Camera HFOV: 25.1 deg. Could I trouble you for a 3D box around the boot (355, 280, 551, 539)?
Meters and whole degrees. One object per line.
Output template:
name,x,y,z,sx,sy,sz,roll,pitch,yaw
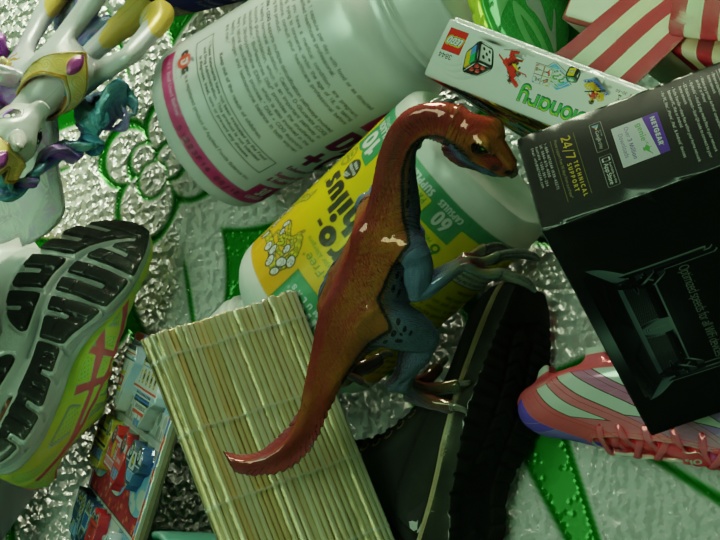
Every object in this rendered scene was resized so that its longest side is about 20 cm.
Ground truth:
boot,0.024,0.093,0.939,0.138,0.077,0.201,15,86,41

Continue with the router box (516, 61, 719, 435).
router box,0.174,-0.013,0.721,0.157,0.200,0.052,-20,54,12

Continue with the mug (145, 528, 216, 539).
mug,-0.070,0.215,0.931,0.152,0.114,0.186,126,144,-50

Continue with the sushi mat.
sushi mat,-0.040,0.115,0.874,0.012,0.095,0.201,-33,78,62

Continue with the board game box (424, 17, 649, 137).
board game box,0.135,-0.062,0.820,0.126,0.200,0.035,27,93,36

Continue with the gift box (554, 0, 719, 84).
gift box,0.209,-0.154,0.801,0.199,0.187,0.185,17,88,35

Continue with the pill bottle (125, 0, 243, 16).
pill bottle,-0.068,-0.238,1.055,0.199,0.116,0.116,-7,74,34

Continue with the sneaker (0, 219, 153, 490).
sneaker,-0.195,0.056,1.074,0.078,0.090,0.200,17,63,26

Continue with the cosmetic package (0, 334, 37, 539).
cosmetic package,-0.293,0.082,1.071,0.112,0.081,0.201,4,125,22

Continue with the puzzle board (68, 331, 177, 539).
puzzle board,-0.147,0.116,1.010,0.200,0.017,0.151,-174,100,-73

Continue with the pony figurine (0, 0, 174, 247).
pony figurine,-0.211,-0.116,1.019,0.193,0.167,0.200,-10,41,51

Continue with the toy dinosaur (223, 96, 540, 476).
toy dinosaur,0.020,0.004,0.803,0.105,0.182,0.200,30,60,26

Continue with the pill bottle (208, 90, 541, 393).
pill bottle,0.000,0.000,0.951,0.200,0.113,0.113,-42,59,19

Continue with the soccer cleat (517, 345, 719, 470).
soccer cleat,0.173,0.076,0.844,0.199,0.067,0.077,-11,71,28

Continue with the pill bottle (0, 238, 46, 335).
pill bottle,-0.293,0.012,1.153,0.199,0.104,0.105,7,82,35

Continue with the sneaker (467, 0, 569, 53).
sneaker,0.114,-0.197,0.947,0.083,0.074,0.201,-3,76,38

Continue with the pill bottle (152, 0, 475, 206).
pill bottle,-0.020,-0.129,0.997,0.200,0.113,0.114,-27,64,27
